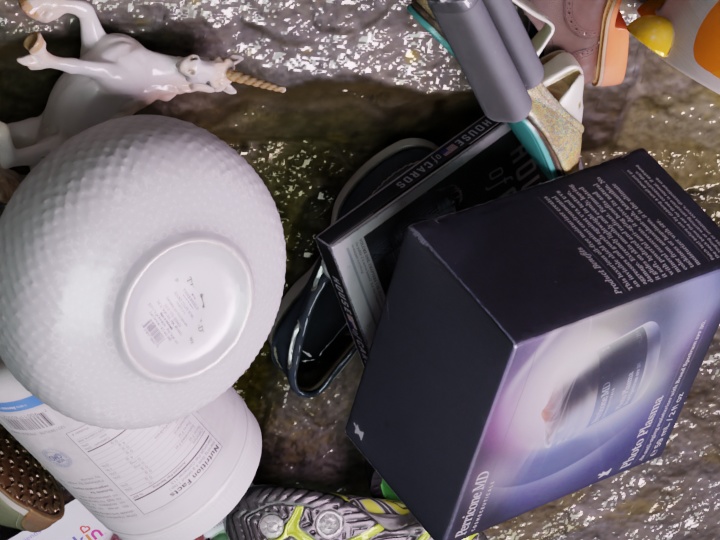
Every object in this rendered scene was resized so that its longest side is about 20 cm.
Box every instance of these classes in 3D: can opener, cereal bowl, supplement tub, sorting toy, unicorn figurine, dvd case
[{"bbox_3d":[0.051,-0.166,1.513,0.066,0.053,0.200,1,144,34],"label":"can opener"},{"bbox_3d":[-0.125,0.010,1.575,0.200,0.083,0.200,-16,119,-31],"label":"cereal bowl"},{"bbox_3d":[-0.169,0.081,1.712,0.132,0.132,0.200,-32,130,8],"label":"supplement tub"},{"bbox_3d":[0.256,-0.210,1.621,0.107,0.200,0.180,27,104,3],"label":"sorting toy"},{"bbox_3d":[-0.170,-0.111,1.613,0.200,0.074,0.137,-36,139,29],"label":"unicorn figurine"},{"bbox_3d":[0.071,-0.019,1.730,0.200,0.025,0.150,-36,130,-18],"label":"dvd case"}]

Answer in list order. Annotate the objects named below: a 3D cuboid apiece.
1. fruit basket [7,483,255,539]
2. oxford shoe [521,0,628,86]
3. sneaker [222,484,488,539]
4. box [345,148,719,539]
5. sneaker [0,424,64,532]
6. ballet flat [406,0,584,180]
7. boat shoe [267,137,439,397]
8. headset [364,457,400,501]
[{"bbox_3d":[-0.136,0.227,1.861,0.185,0.094,0.200,-30,126,6],"label":"fruit basket"},{"bbox_3d":[0.131,-0.195,1.636,0.073,0.071,0.200,-9,129,-5],"label":"oxford shoe"},{"bbox_3d":[-0.008,0.196,1.845,0.200,0.076,0.075,15,91,-20],"label":"sneaker"},{"bbox_3d":[0.118,0.052,1.672,0.198,0.123,0.200,-18,143,-31],"label":"box"},{"bbox_3d":[-0.300,0.130,1.758,0.090,0.067,0.200,-31,131,20],"label":"sneaker"},{"bbox_3d":[0.104,-0.127,1.634,0.071,0.071,0.200,-35,132,10],"label":"ballet flat"},{"bbox_3d":[0.000,0.000,1.748,0.075,0.062,0.200,23,117,-31],"label":"boat shoe"},{"bbox_3d":[0.069,0.106,1.861,0.123,0.094,0.200,-2,142,-15],"label":"headset"}]
